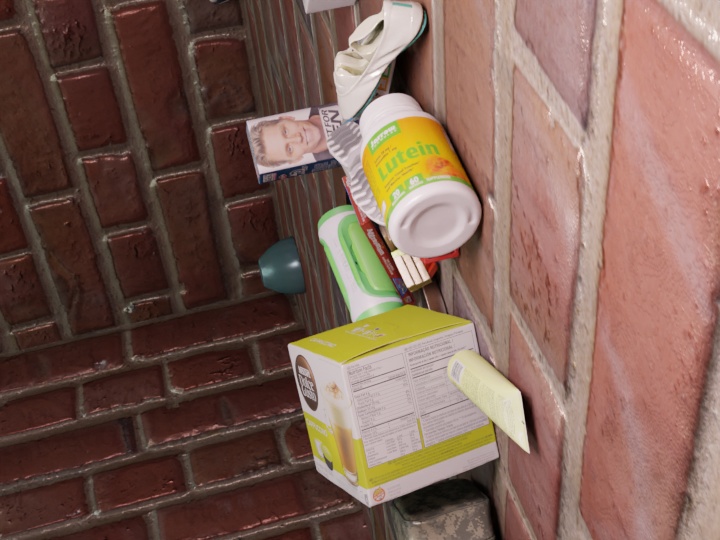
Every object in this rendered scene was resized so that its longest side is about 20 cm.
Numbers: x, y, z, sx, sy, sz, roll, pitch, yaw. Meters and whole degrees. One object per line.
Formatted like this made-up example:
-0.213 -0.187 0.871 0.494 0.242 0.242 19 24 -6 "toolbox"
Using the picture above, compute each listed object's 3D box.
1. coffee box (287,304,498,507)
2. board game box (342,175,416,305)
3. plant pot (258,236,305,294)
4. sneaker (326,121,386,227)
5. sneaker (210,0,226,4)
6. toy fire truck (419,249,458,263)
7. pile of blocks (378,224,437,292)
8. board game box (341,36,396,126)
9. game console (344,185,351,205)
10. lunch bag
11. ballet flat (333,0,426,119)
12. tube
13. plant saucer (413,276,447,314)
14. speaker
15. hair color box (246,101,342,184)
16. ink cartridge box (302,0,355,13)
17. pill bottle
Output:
0.041 0.174 1.546 0.200 0.199 0.199 11 116 66 "coffee box"
0.028 -0.041 1.650 0.200 0.019 0.103 60 -174 -47 "board game box"
-0.278 -0.006 3.915 0.200 0.134 0.201 167 90 -83 "plant pot"
0.026 -0.120 1.507 0.082 0.075 0.200 47 -168 -44 "sneaker"
-0.417 -0.870 3.488 0.199 0.129 0.080 -118 17 -62 "sneaker"
0.076 -0.122 1.493 0.141 0.049 0.201 -128 26 -71 "toy fire truck"
0.062 -0.061 1.625 0.201 0.062 0.082 67 -175 33 "pile of blocks"
0.014 -0.266 1.565 0.200 0.034 0.135 -171 93 -82 "board game box"
0.040 -0.058 1.861 0.176 0.116 0.201 -9 83 53 "game console"
0.131 0.408 1.656 0.200 0.139 0.169 175 83 -83 "lunch bag"
0.006 -0.265 1.403 0.200 0.069 0.070 -46 52 46 "ballet flat"
0.161 0.150 1.372 0.058 0.052 0.200 36 -178 -19 "tube"
0.102 0.076 1.703 0.200 0.032 0.201 166 90 -82 "plant saucer"
0.000 0.000 1.746 0.089 0.088 0.201 90 160 -60 "speaker"
-0.089 -0.223 1.954 0.061 0.199 0.100 113 143 -77 "hair color box"
-0.063 -0.512 1.707 0.146 0.084 0.201 119 138 -78 "ink cartridge box"
0.063 -0.121 1.362 0.111 0.111 0.200 85 169 -47 "pill bottle"
